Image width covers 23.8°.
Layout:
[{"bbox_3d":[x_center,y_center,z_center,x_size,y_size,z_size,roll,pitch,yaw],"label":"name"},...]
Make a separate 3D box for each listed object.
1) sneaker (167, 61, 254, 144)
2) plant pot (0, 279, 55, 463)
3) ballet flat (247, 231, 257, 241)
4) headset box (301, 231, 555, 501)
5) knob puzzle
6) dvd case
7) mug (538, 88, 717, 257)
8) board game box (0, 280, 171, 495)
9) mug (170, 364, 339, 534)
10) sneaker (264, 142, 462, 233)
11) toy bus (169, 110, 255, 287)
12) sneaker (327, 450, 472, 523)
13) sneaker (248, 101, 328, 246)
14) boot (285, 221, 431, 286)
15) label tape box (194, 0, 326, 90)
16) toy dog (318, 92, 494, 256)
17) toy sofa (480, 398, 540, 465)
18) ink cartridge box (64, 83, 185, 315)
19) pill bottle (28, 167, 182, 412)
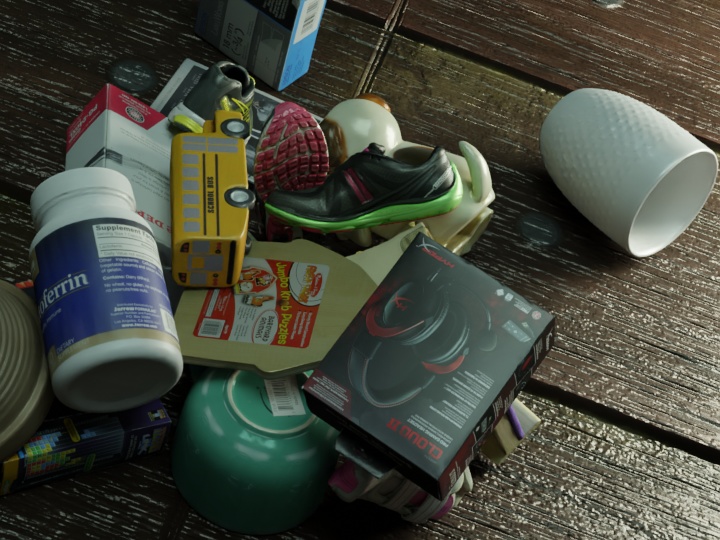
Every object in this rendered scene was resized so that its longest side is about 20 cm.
[{"bbox_3d":[-0.139,-0.179,1.818,0.074,0.085,0.200,37,13,-1],"label":"sneaker"},{"bbox_3d":[-0.373,0.078,1.504,0.200,0.093,0.201,-6,58,9],"label":"plant pot"},{"bbox_3d":[-0.120,0.006,1.733,0.069,0.070,0.200,-16,55,-31],"label":"ballet flat"},{"bbox_3d":[0.055,0.091,1.493,0.148,0.075,0.200,33,75,17],"label":"headset box"},{"bbox_3d":[-0.068,0.041,1.596,0.219,0.031,0.220,0,38,0],"label":"knob puzzle"},{"bbox_3d":[-0.137,-0.153,1.916,0.200,0.025,0.150,24,44,3],"label":"dvd case"},{"bbox_3d":[0.309,-0.122,1.978,0.175,0.148,0.200,42,18,30],"label":"mug"},{"bbox_3d":[-0.293,0.099,1.599,0.165,0.057,0.200,-14,54,-28],"label":"board game box"},{"bbox_3d":[-0.105,0.142,1.582,0.185,0.115,0.152,31,46,9],"label":"mug"},{"bbox_3d":[0.001,-0.084,1.715,0.199,0.077,0.084,-9,91,-4],"label":"sneaker"},{"bbox_3d":[-0.144,-0.073,1.651,0.078,0.065,0.200,1,42,-8],"label":"toy bus"},{"bbox_3d":[0.048,0.189,1.584,0.088,0.081,0.200,52,27,18],"label":"sneaker"},{"bbox_3d":[-0.082,-0.095,1.760,0.080,0.200,0.075,-14,50,-16],"label":"sneaker"},{"bbox_3d":[0.000,0.000,1.703,0.155,0.073,0.200,-30,28,-3],"label":"boot"},{"bbox_3d":[-0.140,-0.325,1.994,0.200,0.144,0.063,36,49,16],"label":"label tape box"},{"bbox_3d":[0.032,-0.094,1.810,0.200,0.194,0.140,40,60,10],"label":"toy dog"},{"bbox_3d":[0.124,0.108,1.629,0.083,0.200,0.098,42,84,20],"label":"toy sofa"},{"bbox_3d":[-0.221,-0.071,1.721,0.145,0.083,0.200,31,34,-30],"label":"ink cartridge box"},{"bbox_3d":[-0.231,0.015,1.515,0.115,0.116,0.200,-4,59,-22],"label":"pill bottle"}]
